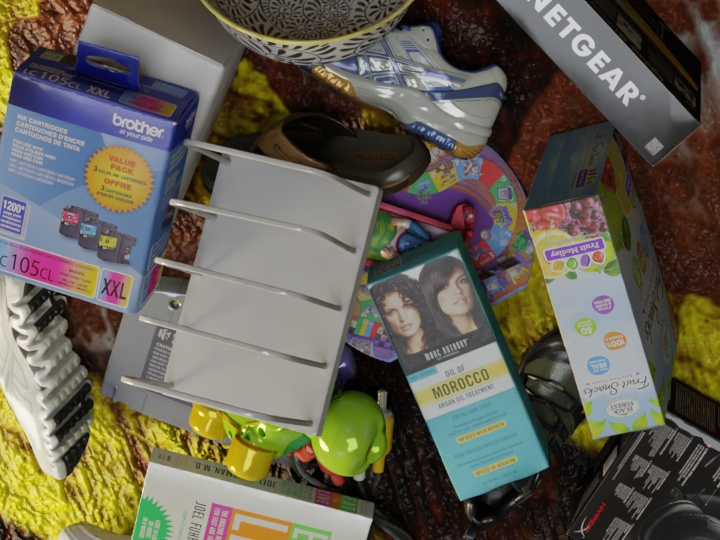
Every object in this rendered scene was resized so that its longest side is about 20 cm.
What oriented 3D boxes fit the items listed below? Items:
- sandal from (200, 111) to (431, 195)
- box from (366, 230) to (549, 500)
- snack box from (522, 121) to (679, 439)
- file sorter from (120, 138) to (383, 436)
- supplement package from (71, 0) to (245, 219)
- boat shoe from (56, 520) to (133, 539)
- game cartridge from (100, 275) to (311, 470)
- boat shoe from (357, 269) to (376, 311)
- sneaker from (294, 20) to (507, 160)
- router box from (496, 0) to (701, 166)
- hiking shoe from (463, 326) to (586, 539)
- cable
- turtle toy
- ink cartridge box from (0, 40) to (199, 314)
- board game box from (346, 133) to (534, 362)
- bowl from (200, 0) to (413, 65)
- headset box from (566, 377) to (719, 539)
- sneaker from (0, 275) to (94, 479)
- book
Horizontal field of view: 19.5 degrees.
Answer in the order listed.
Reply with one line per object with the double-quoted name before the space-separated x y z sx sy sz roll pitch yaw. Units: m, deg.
"sandal" -0.040 -0.096 1.701 0.198 0.082 0.055 2 135 29
"box" 0.080 0.077 1.689 0.082 0.049 0.201 -21 106 9
"snack box" 0.196 0.005 1.674 0.067 0.169 0.202 -11 111 17
"file sorter" -0.086 0.010 1.615 0.138 0.124 0.202 13 87 18
"supplement package" -0.185 -0.123 1.710 0.119 0.121 0.201 25 114 -1
"boat shoe" -0.176 0.266 1.907 0.199 0.072 0.069 26 96 4
"game cartridge" -0.118 0.084 1.834 0.198 0.041 0.134 21 118 0
"boat shoe" 0.000 0.000 1.762 0.199 0.072 0.062 33 71 -17
"sneaker" 0.024 -0.169 1.694 0.199 0.075 0.089 28 92 0
"router box" 0.178 -0.190 1.602 0.052 0.157 0.200 -40 101 22
"hiking shoe" 0.148 0.141 1.777 0.075 0.101 0.201 25 115 -3
"cable" -0.002 0.199 1.834 0.096 0.050 0.202 -20 115 -12
"turtle toy" -0.053 0.102 1.727 0.100 0.200 0.147 12 107 -35
"ink cartridge box" -0.208 -0.084 1.624 0.135 0.076 0.202 16 113 3
"board game box" 0.048 -0.025 1.710 0.199 0.039 0.159 -28 95 -7
"bowl" -0.038 -0.227 1.632 0.199 0.202 0.095 8 148 6
"headset box" 0.298 0.201 1.791 0.199 0.077 0.150 28 115 -4
"sneaker" -0.291 0.089 1.853 0.080 0.075 0.202 -2 111 25
"book" -0.099 0.236 1.835 0.198 0.048 0.135 14 119 -3
